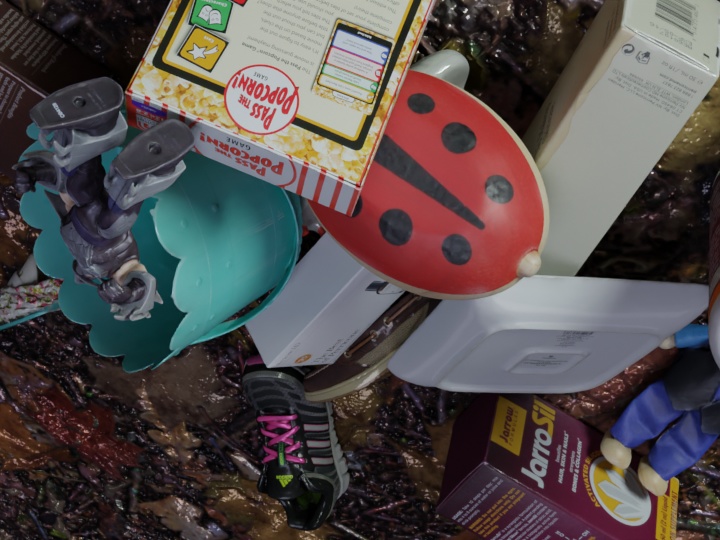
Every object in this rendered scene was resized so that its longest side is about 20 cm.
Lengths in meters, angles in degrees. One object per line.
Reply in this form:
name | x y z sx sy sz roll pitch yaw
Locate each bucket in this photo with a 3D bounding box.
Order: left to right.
bucket | -0.148 -0.040 0.889 0.206 0.134 0.209 28 133 35

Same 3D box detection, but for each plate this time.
plate | 0.139 0.056 0.898 0.197 0.033 0.200 3 156 -16

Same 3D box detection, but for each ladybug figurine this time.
ladybug figurine | 0.036 -0.061 0.775 0.199 0.072 0.137 34 91 17

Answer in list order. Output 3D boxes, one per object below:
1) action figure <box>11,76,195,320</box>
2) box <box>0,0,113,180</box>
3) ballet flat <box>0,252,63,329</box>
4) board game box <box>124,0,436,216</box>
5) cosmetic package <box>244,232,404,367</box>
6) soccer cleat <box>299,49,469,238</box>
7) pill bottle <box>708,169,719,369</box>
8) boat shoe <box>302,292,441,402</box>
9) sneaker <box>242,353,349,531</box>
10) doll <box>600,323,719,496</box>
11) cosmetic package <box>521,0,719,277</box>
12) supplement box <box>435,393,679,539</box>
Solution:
action figure | -0.166 -0.039 0.739 0.130 0.069 0.200 43 149 7
box | -0.307 -0.162 0.929 0.199 0.075 0.100 35 130 -10
ballet flat | -0.265 0.007 1.070 0.198 0.076 0.065 -14 93 22
board game box | -0.038 -0.155 0.732 0.150 0.202 0.046 22 159 -1
cosmetic package | 0.000 0.000 0.930 0.082 0.051 0.200 3 139 -47
soccer cleat | -0.004 -0.105 0.883 0.200 0.069 0.078 -42 67 27
pill bottle | 0.285 -0.021 0.766 0.113 0.201 0.115 9 131 10
boat shoe | 0.015 0.055 1.018 0.199 0.072 0.073 -30 85 44
sneaker | -0.065 0.168 1.112 0.073 0.088 0.202 -3 127 21
doll | 0.290 0.103 0.968 0.136 0.049 0.201 36 125 0
cosmetic package | 0.163 -0.097 0.808 0.072 0.104 0.201 26 130 -4
supplement box | 0.176 0.198 1.043 0.199 0.111 0.086 31 131 -9
